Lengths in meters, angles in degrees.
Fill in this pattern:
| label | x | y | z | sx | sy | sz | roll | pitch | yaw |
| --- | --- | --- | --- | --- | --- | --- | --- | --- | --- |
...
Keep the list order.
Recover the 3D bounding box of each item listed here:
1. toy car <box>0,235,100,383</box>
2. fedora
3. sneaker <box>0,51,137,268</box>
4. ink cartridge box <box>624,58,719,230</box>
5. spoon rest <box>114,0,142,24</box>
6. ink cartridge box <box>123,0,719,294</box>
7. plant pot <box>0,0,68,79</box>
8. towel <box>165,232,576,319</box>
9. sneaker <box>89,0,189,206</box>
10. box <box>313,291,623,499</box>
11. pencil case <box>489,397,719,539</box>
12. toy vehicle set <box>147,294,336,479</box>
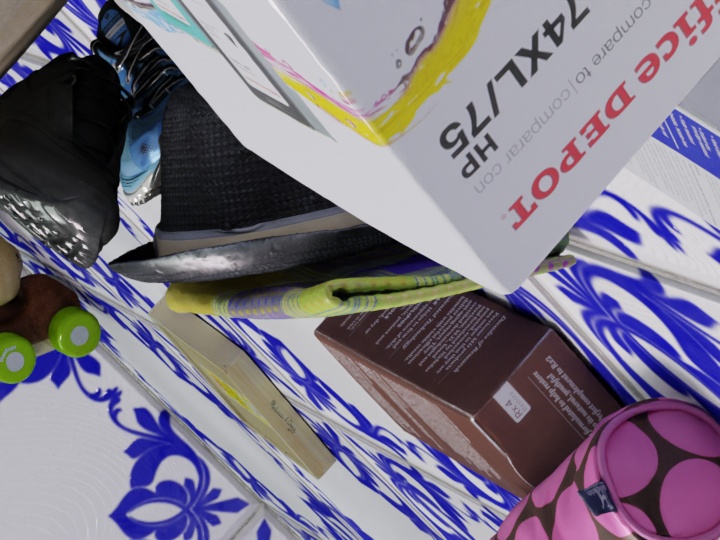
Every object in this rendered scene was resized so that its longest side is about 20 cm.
| label | x | y | z | sx | sy | sz | roll | pitch | yaw |
| --- | --- | --- | --- | --- | --- | --- | --- | --- | --- |
| toy car | -0.397 | 0.002 | 3.271 | 0.164 | 0.158 | 0.200 | 21 | 128 | 57 |
| fedora | -0.041 | -0.054 | 1.468 | 0.201 | 0.200 | 0.092 | -168 | 68 | -72 |
| sneaker | -0.154 | -0.067 | 1.514 | 0.076 | 0.091 | 0.200 | 42 | -178 | -26 |
| ink cartridge box | 0.113 | -0.057 | 1.061 | 0.200 | 0.037 | 0.095 | 39 | 170 | 35 |
| spoon rest | -0.059 | -0.124 | 1.391 | 0.200 | 0.061 | 0.099 | 46 | 146 | 24 |
| ink cartridge box | 0.002 | -0.124 | 0.868 | 0.146 | 0.147 | 0.200 | 31 | 166 | 47 |
| plant pot | -0.238 | -0.170 | 1.504 | 0.200 | 0.177 | 0.200 | 54 | 169 | -3 |
| towel | 0.000 | 0.000 | 1.452 | 0.200 | 0.143 | 0.023 | 2 | 103 | 65 |
| sneaker | -0.119 | -0.101 | 1.616 | 0.090 | 0.078 | 0.200 | 58 | 180 | -21 |
| box | 0.065 | 0.064 | 1.695 | 0.100 | 0.075 | 0.200 | 48 | 171 | -29 |
| pencil case | 0.123 | 0.145 | 1.544 | 0.200 | 0.091 | 0.094 | 123 | 135 | -59 |
| toy vehicle set | -0.109 | 0.110 | 2.758 | 0.124 | 0.027 | 0.200 | 34 | 168 | 41 |
